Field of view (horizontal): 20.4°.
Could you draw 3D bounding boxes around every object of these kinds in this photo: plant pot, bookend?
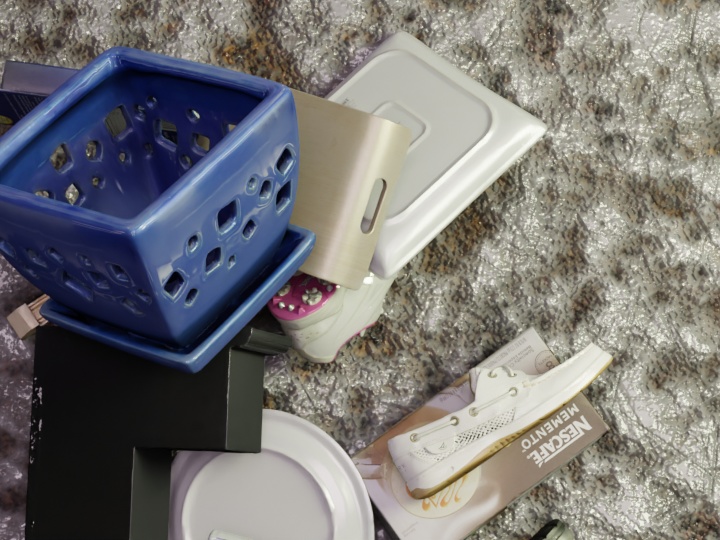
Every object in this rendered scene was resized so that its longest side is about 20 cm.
[{"bbox_3d":[-0.164,-0.041,1.589,0.200,0.180,0.200,16,49,34],"label":"plant pot"},{"bbox_3d":[-0.168,0.148,1.664,0.199,0.092,0.199,-1,83,19],"label":"bookend"}]

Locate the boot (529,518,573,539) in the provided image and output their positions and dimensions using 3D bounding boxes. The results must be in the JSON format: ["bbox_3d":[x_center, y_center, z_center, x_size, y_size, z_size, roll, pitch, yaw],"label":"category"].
[{"bbox_3d":[0.160,0.322,1.688,0.130,0.068,0.200,31,87,1],"label":"boot"}]

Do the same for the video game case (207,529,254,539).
[{"bbox_3d":[-0.061,0.332,1.664,0.181,0.023,0.201,15,102,3],"label":"video game case"}]

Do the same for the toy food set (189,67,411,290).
[{"bbox_3d":[-0.062,-0.080,1.709,0.200,0.060,0.144,20,91,29],"label":"toy food set"}]

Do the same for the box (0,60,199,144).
[{"bbox_3d":[-0.238,-0.145,1.747,0.199,0.121,0.033,7,79,1],"label":"box"}]

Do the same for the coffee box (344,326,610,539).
[{"bbox_3d":[0.098,0.154,1.707,0.200,0.080,0.114,-35,80,-7],"label":"coffee box"}]

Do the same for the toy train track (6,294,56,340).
[{"bbox_3d":[-0.223,-0.006,1.763,0.200,0.033,0.115,-34,80,-8],"label":"toy train track"}]

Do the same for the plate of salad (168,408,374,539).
[{"bbox_3d":[-0.078,0.216,1.699,0.199,0.048,0.201,1,93,22],"label":"plate of salad"}]

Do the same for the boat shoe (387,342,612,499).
[{"bbox_3d":[0.112,0.108,1.639,0.200,0.071,0.069,-33,81,-5],"label":"boat shoe"}]

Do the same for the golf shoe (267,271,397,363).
[{"bbox_3d":[0.000,0.000,1.750,0.075,0.092,0.200,24,55,40],"label":"golf shoe"}]

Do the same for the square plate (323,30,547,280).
[{"bbox_3d":[0.026,-0.110,1.738,0.200,0.028,0.198,-43,54,-13],"label":"square plate"}]
